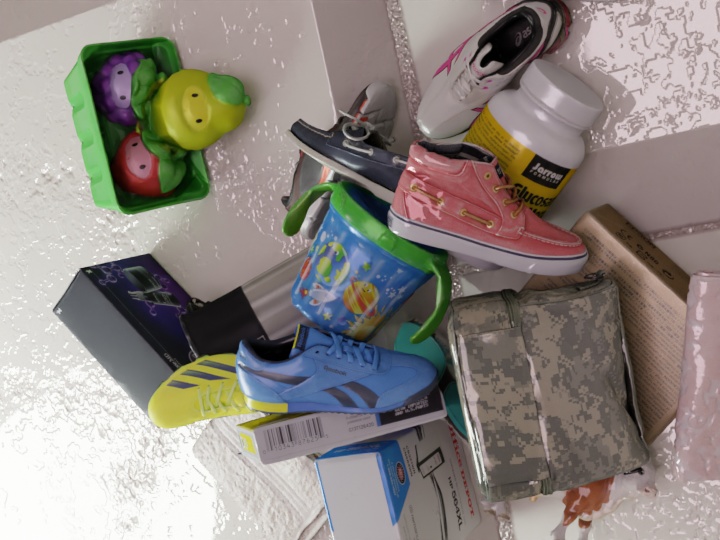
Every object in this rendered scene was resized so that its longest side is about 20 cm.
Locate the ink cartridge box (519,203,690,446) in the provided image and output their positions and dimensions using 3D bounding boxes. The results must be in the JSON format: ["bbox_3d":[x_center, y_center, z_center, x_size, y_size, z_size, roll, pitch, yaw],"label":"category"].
[{"bbox_3d":[0.261,0.060,1.225,0.200,0.075,0.165,45,118,14],"label":"ink cartridge box"}]

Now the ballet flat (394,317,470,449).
[{"bbox_3d":[0.105,0.132,1.323,0.200,0.071,0.072,52,123,44],"label":"ballet flat"}]

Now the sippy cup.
[{"bbox_3d":[0.000,0.000,1.237,0.131,0.139,0.178,-56,30,13],"label":"sippy cup"}]

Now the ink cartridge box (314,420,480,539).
[{"bbox_3d":[0.045,0.240,1.309,0.084,0.200,0.147,-13,93,28],"label":"ink cartridge box"}]

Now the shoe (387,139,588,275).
[{"bbox_3d":[0.130,-0.061,1.154,0.199,0.072,0.092,13,113,-5],"label":"shoe"}]

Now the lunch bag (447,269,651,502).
[{"bbox_3d":[0.179,0.111,1.160,0.167,0.139,0.201,-11,94,6],"label":"lunch bag"}]

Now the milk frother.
[{"bbox_3d":[-0.103,0.046,1.401,0.187,0.181,0.200,-29,51,-4],"label":"milk frother"}]

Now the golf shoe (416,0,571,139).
[{"bbox_3d":[0.121,-0.208,1.244,0.200,0.092,0.073,-43,79,30],"label":"golf shoe"}]

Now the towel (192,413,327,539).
[{"bbox_3d":[-0.115,0.245,1.495,0.200,0.034,0.133,43,116,16],"label":"towel"}]

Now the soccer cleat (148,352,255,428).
[{"bbox_3d":[-0.121,0.123,1.257,0.084,0.199,0.065,-124,22,-57],"label":"soccer cleat"}]

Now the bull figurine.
[{"bbox_3d":[0.214,0.224,1.279,0.199,0.065,0.122,18,79,33],"label":"bull figurine"}]

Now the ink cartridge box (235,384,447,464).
[{"bbox_3d":[-0.030,0.157,1.291,0.196,0.200,0.047,-14,91,-14],"label":"ink cartridge box"}]

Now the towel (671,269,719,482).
[{"bbox_3d":[0.390,0.100,1.131,0.190,0.032,0.201,1,102,-5],"label":"towel"}]

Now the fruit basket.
[{"bbox_3d":[-0.236,-0.176,1.429,0.215,0.155,0.217,17,114,43],"label":"fruit basket"}]

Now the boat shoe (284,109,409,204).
[{"bbox_3d":[0.007,-0.118,1.244,0.200,0.075,0.062,31,99,35],"label":"boat shoe"}]

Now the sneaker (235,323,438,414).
[{"bbox_3d":[-0.023,0.093,1.189,0.199,0.066,0.079,-2,120,3],"label":"sneaker"}]

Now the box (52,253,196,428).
[{"bbox_3d":[-0.252,0.080,1.478,0.200,0.141,0.079,45,117,14],"label":"box"}]

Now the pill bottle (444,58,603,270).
[{"bbox_3d":[0.154,-0.107,1.231,0.112,0.112,0.200,42,117,16],"label":"pill bottle"}]

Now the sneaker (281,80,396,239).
[{"bbox_3d":[-0.035,-0.134,1.357,0.082,0.077,0.201,43,114,27],"label":"sneaker"}]
